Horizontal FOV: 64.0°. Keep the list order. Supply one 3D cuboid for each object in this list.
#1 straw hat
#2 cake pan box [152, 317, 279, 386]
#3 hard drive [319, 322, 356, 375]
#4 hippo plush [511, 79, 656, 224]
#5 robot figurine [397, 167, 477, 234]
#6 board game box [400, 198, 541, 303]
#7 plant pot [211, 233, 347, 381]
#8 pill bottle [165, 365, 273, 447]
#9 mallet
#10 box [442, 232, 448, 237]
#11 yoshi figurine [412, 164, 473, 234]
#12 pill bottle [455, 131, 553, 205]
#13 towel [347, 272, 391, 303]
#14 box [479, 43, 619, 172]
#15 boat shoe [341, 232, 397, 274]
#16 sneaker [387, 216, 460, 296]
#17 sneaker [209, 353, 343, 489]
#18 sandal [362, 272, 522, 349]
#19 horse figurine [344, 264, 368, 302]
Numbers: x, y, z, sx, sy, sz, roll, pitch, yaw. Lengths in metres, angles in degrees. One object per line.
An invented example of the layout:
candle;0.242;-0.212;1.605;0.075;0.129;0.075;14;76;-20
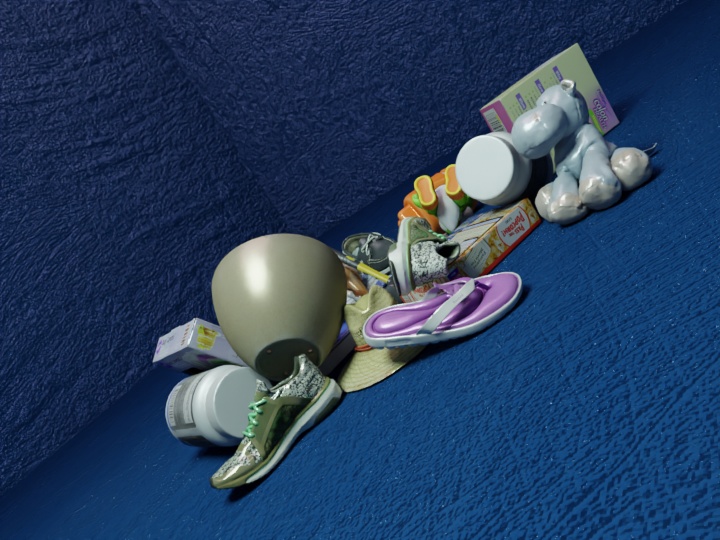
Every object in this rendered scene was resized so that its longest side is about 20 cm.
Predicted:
straw hat;0.021;0.069;0.792;0.199;0.086;0.201;-34;9;6
cake pan box;-0.227;0.146;0.946;0.199;0.182;0.053;-22;47;51
hard drive;-0.077;0.141;0.980;0.132;0.026;0.199;-42;11;-37
hippo plush;0.301;-0.178;0.786;0.199;0.162;0.159;-36;9;-11
robot figurine;0.174;-0.146;1.247;0.199;0.145;0.116;-36;31;-11
board game box;0.161;-0.026;0.889;0.199;0.047;0.151;-39;10;-23
plant pot;-0.106;0.070;0.798;0.198;0.200;0.136;-32;43;16
pill bottle;-0.211;0.205;0.865;0.114;0.115;0.199;-41;11;-37
mallet;0.000;0.000;0.988;0.066;0.197;0.042;-54;-19;-52
box;0.100;-0.018;1.104;0.039;0.042;0.199;-42;12;-37
yoshi figurine;0.161;-0.131;1.035;0.113;0.112;0.200;-55;-26;-1
pill bottle;0.236;-0.164;0.937;0.112;0.115;0.199;-29;-9;32
towel;0.011;0.020;1.117;0.147;0.024;0.200;-47;18;6
box;0.369;-0.302;1.130;0.199;0.177;0.097;-36;9;-8
boat shoe;0.018;-0.036;1.081;0.076;0.060;0.199;-54;19;-17
sneaker;0.096;-0.023;0.795;0.087;0.078;0.201;-5;22;15
sneaker;-0.117;0.181;0.714;0.199;0.089;0.077;-41;11;-30
sandal;0.091;0.042;0.673;0.199;0.050;0.083;-21;34;12
horse figurine;-0.040;0.006;1.077;0.051;0.131;0.200;-62;6;3
